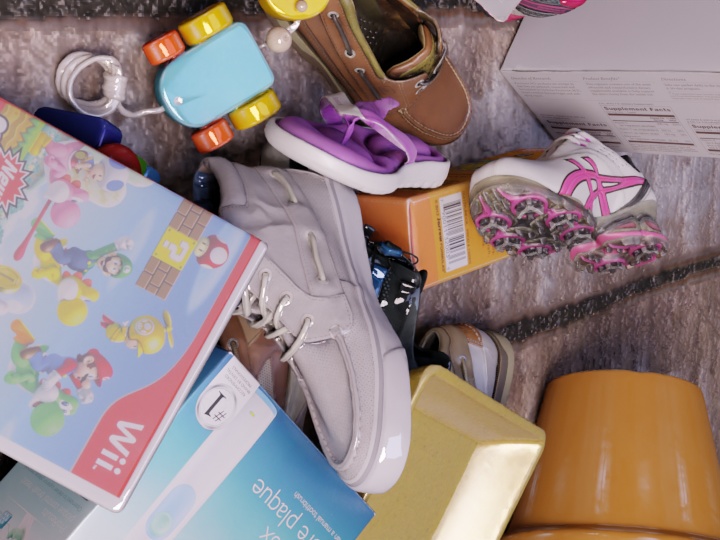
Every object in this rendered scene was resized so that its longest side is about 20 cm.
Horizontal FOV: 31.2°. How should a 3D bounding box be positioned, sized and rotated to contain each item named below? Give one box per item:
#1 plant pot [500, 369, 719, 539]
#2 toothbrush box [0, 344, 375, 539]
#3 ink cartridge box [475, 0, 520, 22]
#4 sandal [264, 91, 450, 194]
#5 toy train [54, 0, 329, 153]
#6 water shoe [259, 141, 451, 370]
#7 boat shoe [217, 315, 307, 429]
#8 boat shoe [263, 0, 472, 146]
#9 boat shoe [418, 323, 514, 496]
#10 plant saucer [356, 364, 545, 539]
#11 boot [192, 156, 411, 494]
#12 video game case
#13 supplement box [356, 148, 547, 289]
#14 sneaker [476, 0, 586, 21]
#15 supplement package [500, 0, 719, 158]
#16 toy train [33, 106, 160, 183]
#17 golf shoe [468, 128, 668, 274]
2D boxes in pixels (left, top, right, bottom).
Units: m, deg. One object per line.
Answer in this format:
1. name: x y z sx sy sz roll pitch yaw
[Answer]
1. plant pot: 0.204 0.182 1.012 0.200 0.200 0.184 26 62 -46
2. toothbrush box: -0.111 0.149 0.660 0.200 0.085 0.146 -48 126 -17
3. ink cartridge box: 0.040 -0.253 0.777 0.200 0.050 0.161 42 62 -7
4. sandal: 0.003 -0.084 0.771 0.050 0.082 0.203 -67 165 12
5. toy train: -0.091 -0.170 0.724 0.150 0.056 0.200 20 93 -20
6. water shoe: 0.000 0.000 0.806 0.072 0.079 0.200 -94 163 -66
7. boat shoe: -0.076 0.112 0.778 0.072 0.076 0.200 -1 96 -36
8. boat shoe: 0.021 -0.134 0.832 0.200 0.068 0.072 30 75 -46
9. boat shoe: 0.055 0.136 0.921 0.068 0.075 0.200 16 78 -41
10. plant saucer: 0.024 0.162 0.805 0.200 0.048 0.200 -62 147 -5
11. boot: -0.041 0.025 0.673 0.095 0.200 0.074 9 135 -29
12. video game case: -0.164 0.002 0.595 0.200 0.017 0.143 29 78 -2
13. supplement box: 0.078 -0.040 0.913 0.200 0.066 0.069 -16 106 -45
14. sneaker: 0.089 -0.247 0.882 0.200 0.075 0.081 35 73 -43
15. supplement package: 0.235 -0.179 0.956 0.111 0.200 0.156 41 67 -43
16. toy train: -0.157 0.028 0.672 0.116 0.085 0.200 36 70 -58
17. golf shoe: 0.136 -0.055 0.884 0.200 0.073 0.092 12 63 -49
